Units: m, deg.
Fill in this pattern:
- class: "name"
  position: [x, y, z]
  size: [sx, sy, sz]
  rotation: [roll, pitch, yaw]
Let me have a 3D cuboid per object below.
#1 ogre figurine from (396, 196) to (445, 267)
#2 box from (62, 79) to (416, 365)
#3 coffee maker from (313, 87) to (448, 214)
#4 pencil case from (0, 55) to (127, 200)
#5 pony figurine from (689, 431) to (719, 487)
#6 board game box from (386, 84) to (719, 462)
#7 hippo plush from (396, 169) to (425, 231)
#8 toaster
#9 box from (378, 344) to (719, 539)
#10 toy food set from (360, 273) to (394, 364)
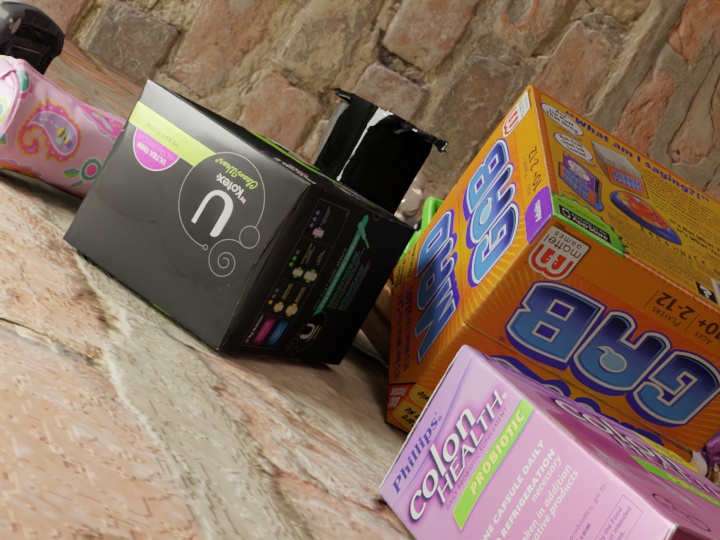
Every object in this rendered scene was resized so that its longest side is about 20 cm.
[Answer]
- class: "ogre figurine"
  position: [0.099, -0.007, 1.139]
  size: [0.119, 0.099, 0.200]
  rotation: [19, 9, -26]
- class: "box"
  position: [-0.077, -0.026, 0.889]
  size: [0.148, 0.125, 0.200]
  rotation: [32, 6, 23]
- class: "coffee maker"
  position: [-0.010, -0.100, 1.529]
  size: [0.134, 0.202, 0.192]
  rotation: [26, 4, -14]
- class: "pencil case"
  position: [-0.219, -0.097, 0.981]
  size: [0.087, 0.088, 0.199]
  rotation: [34, 7, 39]
- class: "pony figurine"
  position: [0.299, 0.170, 1.185]
  size: [0.192, 0.168, 0.199]
  rotation: [24, 18, 24]
- class: "board game box"
  position: [0.155, 0.028, 0.940]
  size: [0.199, 0.201, 0.201]
  rotation: [29, 29, -14]
- class: "hippo plush"
  position: [0.065, -0.059, 2.124]
  size: [0.199, 0.160, 0.161]
  rotation: [-21, -57, 40]
- class: "toaster"
  position: [-0.332, -0.187, 1.040]
  size: [0.128, 0.115, 0.200]
  rotation: [28, 7, 2]
- class: "box"
  position: [0.134, 0.145, 0.634]
  size: [0.175, 0.097, 0.200]
  rotation: [28, 6, -28]
- class: "toy food set"
  position: [0.000, 0.000, 1.116]
  size: [0.199, 0.048, 0.200]
  rotation: [57, 3, 0]
